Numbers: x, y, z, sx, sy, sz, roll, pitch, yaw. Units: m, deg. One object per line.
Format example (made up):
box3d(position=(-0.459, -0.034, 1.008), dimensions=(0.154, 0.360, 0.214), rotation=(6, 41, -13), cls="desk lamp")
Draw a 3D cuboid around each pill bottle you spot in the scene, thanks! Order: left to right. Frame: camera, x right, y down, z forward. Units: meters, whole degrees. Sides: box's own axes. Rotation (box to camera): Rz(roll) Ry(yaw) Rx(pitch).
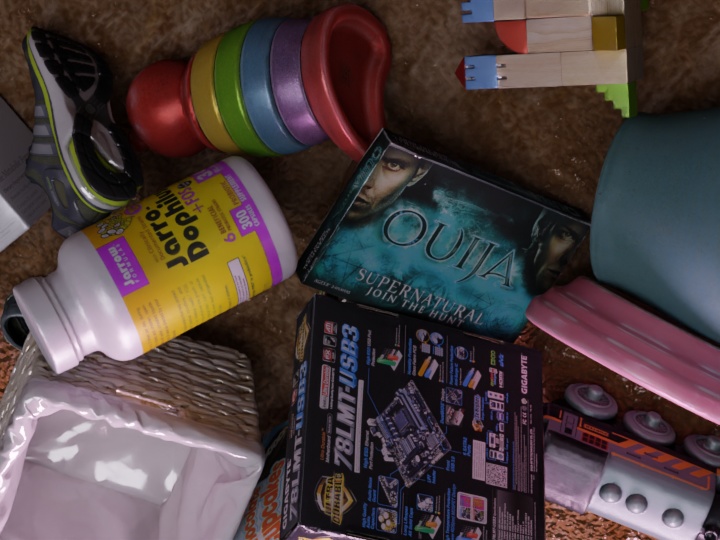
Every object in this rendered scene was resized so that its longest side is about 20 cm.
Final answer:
box3d(position=(-0.155, 0.000, 1.486), dimensions=(0.200, 0.104, 0.104), rotation=(-28, 106, -13), cls="pill bottle")

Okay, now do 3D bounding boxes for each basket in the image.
box3d(position=(-0.200, 0.153, 1.581), dimensions=(0.198, 0.161, 0.200), rotation=(17, 119, -16), cls="basket")

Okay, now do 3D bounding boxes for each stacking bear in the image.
box3d(position=(-0.090, -0.136, 1.535), dimensions=(0.200, 0.114, 0.122), rotation=(-8, 68, 27), cls="stacking bear")

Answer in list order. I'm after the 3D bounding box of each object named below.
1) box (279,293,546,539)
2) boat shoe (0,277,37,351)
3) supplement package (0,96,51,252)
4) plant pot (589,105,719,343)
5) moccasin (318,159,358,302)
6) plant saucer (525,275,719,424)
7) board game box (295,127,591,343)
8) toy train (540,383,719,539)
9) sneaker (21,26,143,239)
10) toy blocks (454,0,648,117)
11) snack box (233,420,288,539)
box3d(position=(0.043, 0.132, 1.503), dimensions=(0.198, 0.200, 0.050), rotation=(13, 146, -16), cls="box")
box3d(position=(-0.233, 0.097, 1.679), dimensions=(0.073, 0.062, 0.200), rotation=(-34, 101, 21), cls="boat shoe")
box3d(position=(-0.350, -0.099, 1.598), dimensions=(0.109, 0.114, 0.200), rotation=(-36, 101, 23), cls="supplement package")
box3d(position=(0.277, -0.035, 1.463), dimensions=(0.188, 0.200, 0.200), rotation=(12, 114, 22), cls="plant pot")
box3d(position=(-0.002, -0.001, 1.584), dimensions=(0.074, 0.078, 0.202), rotation=(19, 114, 3), cls="moccasin")
box3d(position=(0.224, 0.059, 1.506), dimensions=(0.200, 0.201, 0.051), rotation=(28, 94, 0), cls="plant saucer")
box3d(position=(0.066, -0.019, 1.536), dimensions=(0.200, 0.028, 0.135), rotation=(20, 114, -30), cls="board game box")
box3d(position=(0.218, 0.163, 1.584), dimensions=(0.200, 0.114, 0.085), rotation=(23, 114, 2), cls="toy train")
box3d(position=(-0.234, -0.110, 1.543), dimensions=(0.074, 0.200, 0.081), rotation=(18, 129, -39), cls="sneaker")
box3d(position=(0.135, -0.213, 1.472), dimensions=(0.136, 0.100, 0.200), rotation=(0, 99, 22), cls="toy blocks")
box3d(position=(-0.047, 0.185, 1.553), dimensions=(0.116, 0.200, 0.037), rotation=(-32, 117, 34), cls="snack box")
